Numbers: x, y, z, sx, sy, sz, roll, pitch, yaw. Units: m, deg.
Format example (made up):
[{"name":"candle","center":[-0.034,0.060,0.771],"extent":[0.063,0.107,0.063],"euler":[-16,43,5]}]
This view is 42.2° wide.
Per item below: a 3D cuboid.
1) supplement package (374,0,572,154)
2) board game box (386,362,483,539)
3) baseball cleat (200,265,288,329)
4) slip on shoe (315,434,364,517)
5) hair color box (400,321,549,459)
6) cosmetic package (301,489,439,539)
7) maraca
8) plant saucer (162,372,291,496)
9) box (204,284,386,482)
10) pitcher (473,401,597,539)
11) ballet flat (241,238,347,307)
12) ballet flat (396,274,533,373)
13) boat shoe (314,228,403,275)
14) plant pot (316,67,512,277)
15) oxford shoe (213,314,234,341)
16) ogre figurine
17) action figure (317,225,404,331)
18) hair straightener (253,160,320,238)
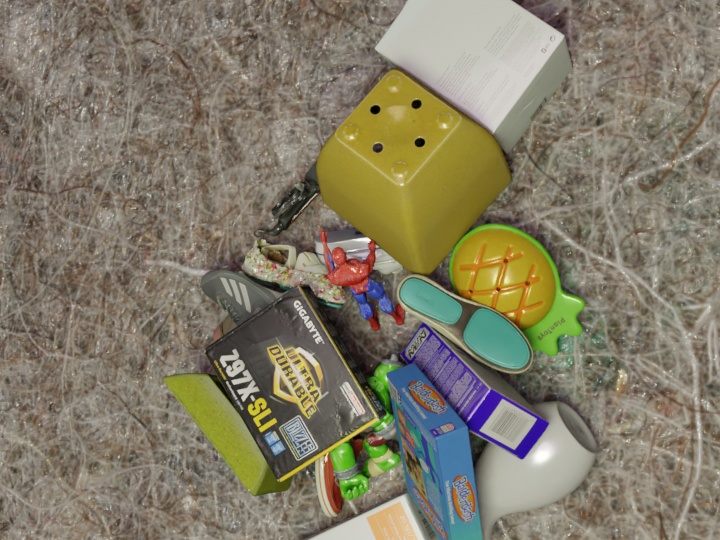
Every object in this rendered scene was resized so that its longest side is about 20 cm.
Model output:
[{"name":"supplement package","center":[0.156,-0.286,1.255],"extent":[0.200,0.151,0.152],"euler":[39,98,15]},{"name":"board game box","center":[0.093,0.238,1.159],"extent":[0.045,0.152,0.201],"euler":[-18,120,-14]},{"name":"baseball cleat","center":[-0.166,0.057,1.299],"extent":[0.199,0.070,0.107],"euler":[13,51,34]},{"name":"slip on shoe","center":[-0.025,0.247,1.313],"extent":[0.061,0.074,0.201],"euler":[6,83,14]},{"name":"hair color box","center":[0.141,0.150,1.193],"extent":[0.109,0.200,0.065],"euler":[32,98,-28]},{"name":"cosmetic package","center":[0.004,0.390,1.291],"extent":[0.200,0.071,0.102],"euler":[-29,79,13]},{"name":"maraca","center":[0.207,0.027,1.242],"extent":[0.200,0.107,0.137],"euler":[46,117,1]},{"name":"plant saucer","center":[-0.167,0.216,1.293],"extent":[0.048,0.200,0.200],"euler":[-41,76,-1]},{"name":"box","center":[-0.085,0.143,1.198],"extent":[0.159,0.049,0.200],"euler":[-34,80,14]},{"name":"pitcher","center":[0.195,0.241,1.230],"extent":[0.200,0.121,0.172],"euler":[-41,64,22]},{"name":"ballet flat","center":[-0.096,-0.001,1.321],"extent":[0.199,0.075,0.064],"euler":[17,96,39]},{"name":"ballet flat","center":[0.136,0.070,1.216],"extent":[0.200,0.069,0.070],"euler":[35,96,13]},{"name":"boat shoe","center":[0.036,-0.027,1.321],"extent":[0.199,0.074,0.066],"euler":[-3,111,13]},{"name":"plant pot","center":[0.061,-0.142,1.197],"extent":[0.195,0.200,0.194],"euler":[39,83,18]},{"name":"oxford shoe","center":[-0.152,0.124,1.317],"extent":[0.074,0.071,0.200],"euler":[-53,46,20]},{"name":"ogre figurine","center":[0.028,0.199,1.253],"extent":[0.200,0.098,0.120],"euler":[-34,107,2]},{"name":"action figure","center":[0.000,0.000,1.266],"extent":[0.065,0.200,0.099],"euler":[-16,62,14]},{"name":"hair straightener","center":[-0.088,-0.119,1.353],"extent":[0.200,0.077,0.041],"euler":[-42,72,11]}]
